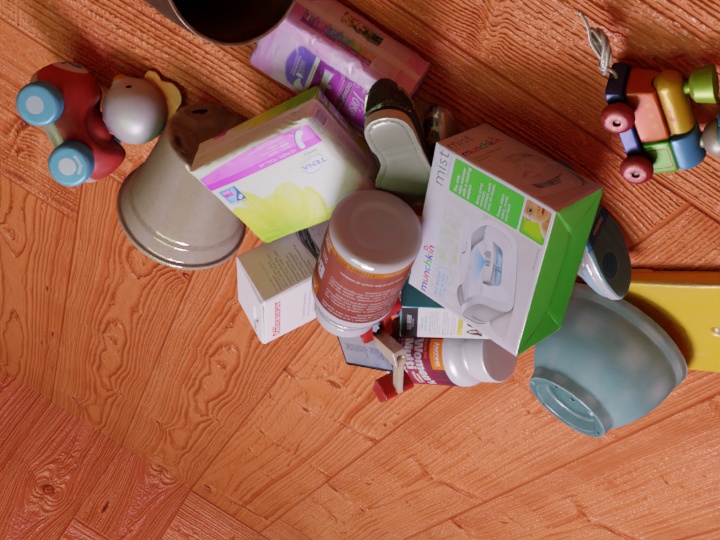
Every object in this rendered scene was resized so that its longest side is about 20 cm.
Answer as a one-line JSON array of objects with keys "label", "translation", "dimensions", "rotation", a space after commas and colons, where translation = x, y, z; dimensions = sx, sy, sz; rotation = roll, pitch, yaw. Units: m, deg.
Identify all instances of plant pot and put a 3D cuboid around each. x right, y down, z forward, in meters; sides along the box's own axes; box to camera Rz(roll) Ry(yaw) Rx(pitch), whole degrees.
[{"label": "plant pot", "translation": [0.308, 0.133, 1.341], "dimensions": [0.200, 0.134, 0.200], "rotation": [38, 162, 14]}, {"label": "plant pot", "translation": [-0.234, -0.134, 1.458], "dimensions": [0.200, 0.201, 0.184], "rotation": [33, 139, -2]}, {"label": "plant pot", "translation": [-0.191, -0.353, 1.098], "dimensions": [0.200, 0.187, 0.187], "rotation": [24, 153, 42]}]

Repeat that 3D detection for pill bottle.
[{"label": "pill bottle", "translation": [0.000, 0.000, 1.242], "dimensions": [0.112, 0.112, 0.200], "rotation": [29, 147, 5]}, {"label": "pill bottle", "translation": [0.135, 0.122, 1.555], "dimensions": [0.199, 0.110, 0.110], "rotation": [-3, 136, 45]}]

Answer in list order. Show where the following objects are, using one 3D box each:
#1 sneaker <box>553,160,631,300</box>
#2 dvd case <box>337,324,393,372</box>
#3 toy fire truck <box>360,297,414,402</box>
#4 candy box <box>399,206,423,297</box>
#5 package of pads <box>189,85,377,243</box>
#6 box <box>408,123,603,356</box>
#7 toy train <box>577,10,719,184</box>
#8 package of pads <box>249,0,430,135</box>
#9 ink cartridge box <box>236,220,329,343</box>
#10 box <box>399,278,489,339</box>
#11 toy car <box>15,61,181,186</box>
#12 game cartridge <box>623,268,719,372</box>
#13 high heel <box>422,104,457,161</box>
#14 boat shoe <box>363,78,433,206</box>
[{"label": "sneaker", "translation": [0.241, -0.041, 1.249], "dimensions": [0.130, 0.080, 0.200], "rotation": [-13, 119, 49]}, {"label": "dvd case", "translation": [-0.012, 0.060, 1.578], "dimensions": [0.142, 0.017, 0.201], "rotation": [0, 112, 58]}, {"label": "toy fire truck", "translation": [0.032, 0.096, 1.435], "dimensions": [0.141, 0.049, 0.200], "rotation": [61, 163, 18]}, {"label": "candy box", "translation": [0.082, -0.012, 1.459], "dimensions": [0.116, 0.057, 0.200], "rotation": [24, 148, 13]}, {"label": "package of pads", "translation": [-0.086, -0.122, 1.244], "dimensions": [0.199, 0.068, 0.155], "rotation": [-19, 131, 34]}, {"label": "box", "translation": [0.162, -0.039, 1.169], "dimensions": [0.176, 0.096, 0.201], "rotation": [35, 132, 31]}, {"label": "toy train", "translation": [0.296, -0.180, 0.991], "dimensions": [0.115, 0.085, 0.200], "rotation": [-5, 135, 31]}, {"label": "package of pads", "translation": [-0.028, -0.245, 1.189], "dimensions": [0.200, 0.076, 0.121], "rotation": [33, 153, -2]}, {"label": "ink cartridge box", "translation": [-0.067, 0.001, 1.396], "dimensions": [0.084, 0.199, 0.146], "rotation": [57, 162, 20]}, {"label": "box", "translation": [0.155, 0.055, 1.421], "dimensions": [0.199, 0.049, 0.082], "rotation": [2, 146, 3]}, {"label": "toy car", "translation": [-0.356, -0.239, 1.462], "dimensions": [0.199, 0.184, 0.178], "rotation": [-22, 106, 8]}, {"label": "game cartridge", "translation": [0.415, 0.064, 1.296], "dimensions": [0.199, 0.033, 0.177], "rotation": [4, 140, 43]}, {"label": "high heel", "translation": [0.046, -0.155, 1.254], "dimensions": [0.142, 0.072, 0.200], "rotation": [16, 157, 12]}, {"label": "boat shoe", "translation": [0.046, -0.141, 1.162], "dimensions": [0.071, 0.061, 0.201], "rotation": [-6, 154, 8]}]
